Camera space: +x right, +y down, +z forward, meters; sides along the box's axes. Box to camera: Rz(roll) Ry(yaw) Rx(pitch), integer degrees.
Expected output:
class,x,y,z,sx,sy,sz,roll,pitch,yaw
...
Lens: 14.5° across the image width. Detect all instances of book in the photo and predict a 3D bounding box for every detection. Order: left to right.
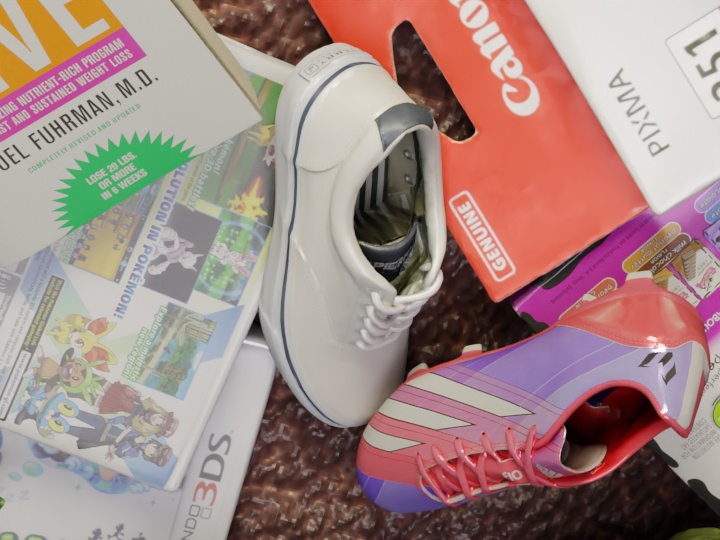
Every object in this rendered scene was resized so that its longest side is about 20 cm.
class,x,y,z,sx,sy,sz,roll,pitch,yaw
book,-0.146,-0.101,1.147,0.133,0.048,0.200,-31,133,8

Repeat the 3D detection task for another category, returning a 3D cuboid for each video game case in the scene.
class,x,y,z,sx,sy,sz,roll,pitch,yaw
video game case,-0.154,0.089,1.306,0.199,0.024,0.183,13,111,-9
video game case,-0.126,-0.023,1.245,0.182,0.022,0.201,22,101,-12

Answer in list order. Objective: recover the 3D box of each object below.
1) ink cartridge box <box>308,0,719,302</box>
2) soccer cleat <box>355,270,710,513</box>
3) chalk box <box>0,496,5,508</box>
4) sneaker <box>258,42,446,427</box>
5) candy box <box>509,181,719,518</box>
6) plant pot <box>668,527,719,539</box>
class,x,y,z,sx,sy,sz,roll,pitch,yaw
ink cartridge box,0.078,-0.110,1.195,0.173,0.044,0.200,-32,92,9
soccer cleat,0.069,0.070,1.225,0.067,0.077,0.200,35,133,-30
chalk box,-0.282,0.103,1.232,0.200,0.124,0.125,37,111,-2
sneaker,0.000,0.000,1.228,0.073,0.071,0.200,-26,135,-23
candy box,0.179,0.028,1.284,0.136,0.061,0.200,-41,109,12
plant pot,0.153,0.225,1.276,0.199,0.200,0.191,-17,101,3
